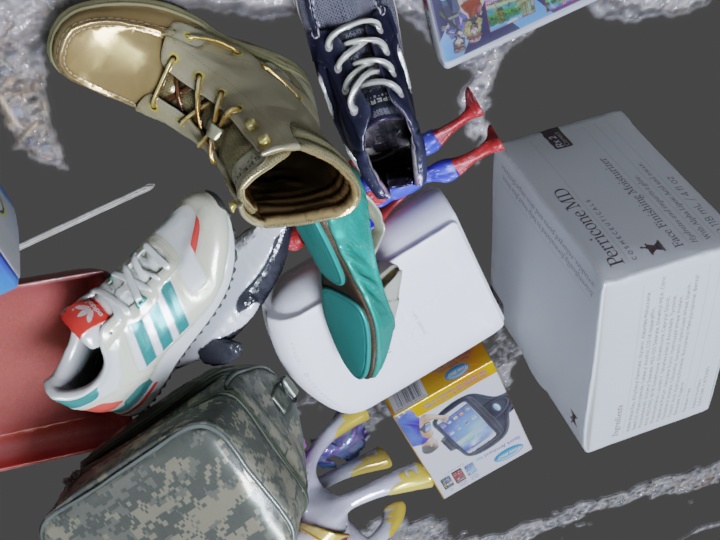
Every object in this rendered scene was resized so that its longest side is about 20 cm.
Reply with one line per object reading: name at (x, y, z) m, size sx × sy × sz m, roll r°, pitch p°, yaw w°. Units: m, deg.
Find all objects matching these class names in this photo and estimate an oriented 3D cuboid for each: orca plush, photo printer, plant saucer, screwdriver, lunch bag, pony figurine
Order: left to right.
plant saucer at (-0.295, 0.083, 0.789) m, size 0.196 × 0.037 × 0.202 m, roll -11°, pitch 131°, yaw -17°
screwdriver at (-0.245, -0.026, 0.715) m, size 0.198 × 0.028 × 0.029 m, roll -32°, pitch 110°, yaw -15°
lunch bag at (-0.143, 0.175, 0.794) m, size 0.198 × 0.168 × 0.140 m, roll -33°, pitch 101°, yaw 15°
orca plush at (-0.115, 0.005, 0.805) m, size 0.104 × 0.071 × 0.202 m, roll 33°, pitch 104°, yaw 8°
pony figurine at (-0.058, 0.214, 0.924) m, size 0.198 × 0.193 × 0.168 m, roll -31°, pitch 141°, yaw -23°
photo printer at (0.017, 0.037, 0.867) m, size 0.198 × 0.070 × 0.167 m, roll -30°, pitch 134°, yaw 2°

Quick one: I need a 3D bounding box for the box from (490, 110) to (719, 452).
box at (0.211, 0.006, 0.838) m, size 0.128 × 0.200 × 0.202 m, roll -16°, pitch 133°, yaw -11°

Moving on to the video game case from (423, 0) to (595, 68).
video game case at (0.128, -0.265, 0.697) m, size 0.197 × 0.023 × 0.184 m, roll -25°, pitch 133°, yaw -4°

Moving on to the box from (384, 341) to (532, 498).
box at (0.112, 0.171, 1.044) m, size 0.118 × 0.042 × 0.201 m, roll -29°, pitch 132°, yaw 1°

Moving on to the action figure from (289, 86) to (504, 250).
action figure at (0.019, -0.072, 0.791) m, size 0.198 × 0.052 × 0.066 m, roll -32°, pitch 128°, yaw 11°

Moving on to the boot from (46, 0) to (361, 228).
boot at (-0.102, -0.102, 0.636) m, size 0.197 × 0.156 × 0.073 m, roll 14°, pitch 122°, yaw -32°

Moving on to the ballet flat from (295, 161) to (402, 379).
ballet flat at (0.000, 0.000, 0.752) m, size 0.070 × 0.067 × 0.202 m, roll -36°, pitch 132°, yaw -22°

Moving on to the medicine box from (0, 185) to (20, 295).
medicine box at (-0.350, -0.043, 0.611) m, size 0.197 × 0.104 × 0.184 m, roll -23°, pitch 134°, yaw -3°

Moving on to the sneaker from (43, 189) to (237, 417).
sneaker at (-0.170, 0.027, 0.728) m, size 0.093 × 0.070 × 0.201 m, roll 10°, pitch 117°, yaw -56°

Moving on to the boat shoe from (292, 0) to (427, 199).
boat shoe at (0.004, -0.147, 0.670) m, size 0.073 × 0.093 × 0.202 m, roll -21°, pitch 122°, yaw 0°
